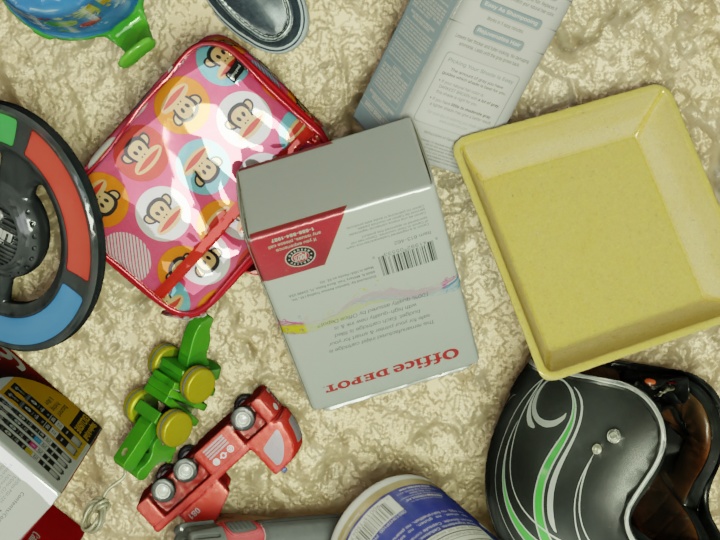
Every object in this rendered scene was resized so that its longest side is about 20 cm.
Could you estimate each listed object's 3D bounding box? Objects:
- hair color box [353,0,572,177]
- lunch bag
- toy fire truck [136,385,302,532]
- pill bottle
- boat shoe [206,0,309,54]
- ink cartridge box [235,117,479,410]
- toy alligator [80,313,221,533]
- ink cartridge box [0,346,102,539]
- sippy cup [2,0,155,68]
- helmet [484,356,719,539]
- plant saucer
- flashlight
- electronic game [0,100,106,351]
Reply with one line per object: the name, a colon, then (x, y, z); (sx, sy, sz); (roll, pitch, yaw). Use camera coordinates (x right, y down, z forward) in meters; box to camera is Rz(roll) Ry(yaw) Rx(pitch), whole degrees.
hair color box: (0.086, -0.180, 1.174); (0.098, 0.061, 0.202); (13, 115, -35)
lunch bag: (-0.119, -0.067, 1.223); (0.176, 0.082, 0.200); (42, 99, -10)
toy fire truck: (-0.110, 0.210, 1.279); (0.200, 0.049, 0.141); (-41, 98, 5)
pill bottle: (0.071, 0.254, 1.169); (0.118, 0.200, 0.121); (-15, 120, -27)
boat shoe: (-0.113, -0.252, 1.183); (0.071, 0.091, 0.201); (-36, 97, 7)
ink cartridge box: (0.000, 0.000, 1.183); (0.144, 0.083, 0.201); (-16, 135, 1)
toy alligator: (-0.163, 0.131, 1.258); (0.054, 0.059, 0.202); (32, 85, -48)
ink cartridge box: (-0.272, 0.149, 1.190); (0.175, 0.200, 0.084); (41, 96, -6)
sippy cup: (-0.229, -0.243, 1.164); (0.176, 0.130, 0.141); (16, 99, -4)
helmet: (0.195, 0.173, 1.205); (0.197, 0.200, 0.194); (7, 94, -2)
plant saucer: (0.186, -0.028, 1.201); (0.198, 0.048, 0.202); (-16, 77, -18)
flashlight: (-0.056, 0.232, 1.239); (0.198, 0.068, 0.069); (2, 65, -31)
electronic game: (-0.280, -0.034, 1.202); (0.198, 0.041, 0.203); (10, 110, 30)
